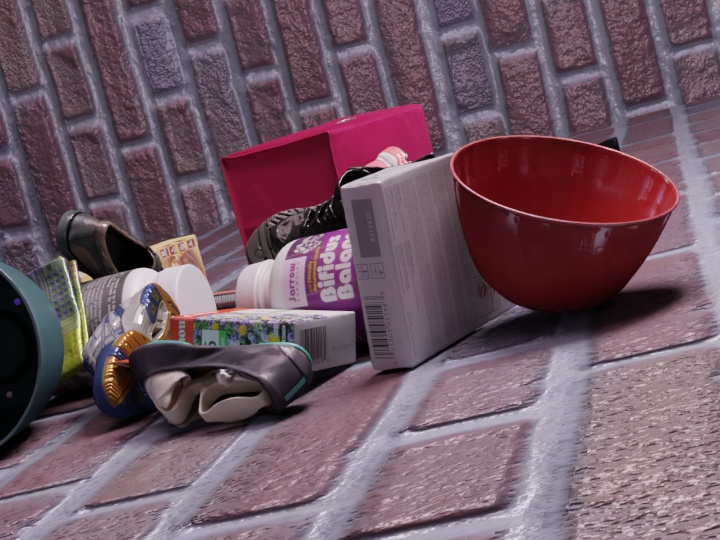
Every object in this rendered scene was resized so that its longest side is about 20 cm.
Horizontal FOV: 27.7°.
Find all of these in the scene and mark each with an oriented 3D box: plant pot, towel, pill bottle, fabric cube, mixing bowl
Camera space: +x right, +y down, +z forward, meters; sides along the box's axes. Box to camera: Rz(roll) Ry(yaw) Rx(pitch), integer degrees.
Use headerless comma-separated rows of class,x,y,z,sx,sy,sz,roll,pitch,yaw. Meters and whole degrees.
plant pot,-0.379,0.078,1.414,0.198,0.203,0.161,-14,-1,6
towel,-0.377,0.081,1.536,0.198,0.145,0.023,-24,-31,13
pill bottle,-0.016,0.018,1.389,0.198,0.114,0.112,-12,8,27
fabric cube,-0.029,-0.089,1.886,0.194,0.203,0.198,-8,9,40
pill bottle,-0.262,0.062,1.574,0.197,0.115,0.114,-13,7,19
mixing bowl,0.169,-0.033,1.269,0.197,0.110,0.201,5,26,-3

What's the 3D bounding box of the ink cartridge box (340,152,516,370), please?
ink cartridge box,0.065,-0.019,1.296,0.050,0.163,0.199,-4,12,33

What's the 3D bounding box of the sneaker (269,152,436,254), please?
sneaker,-0.009,-0.062,1.425,0.197,0.105,0.061,-1,52,20

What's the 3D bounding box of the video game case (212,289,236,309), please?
video game case,-0.132,0.035,1.680,0.197,0.018,0.143,-8,-6,9

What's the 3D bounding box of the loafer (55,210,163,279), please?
loafer,-0.261,-0.005,1.626,0.062,0.073,0.200,2,-21,27

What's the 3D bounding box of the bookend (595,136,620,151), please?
bookend,0.202,-0.084,1.790,0.197,0.093,0.199,-11,8,35

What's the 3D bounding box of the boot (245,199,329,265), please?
boot,-0.058,-0.023,1.639,0.180,0.073,0.200,-20,-5,-18

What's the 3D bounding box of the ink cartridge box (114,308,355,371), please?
ink cartridge box,-0.114,0.062,1.322,0.198,0.051,0.109,2,4,30

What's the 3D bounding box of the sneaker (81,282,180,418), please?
sneaker,-0.232,0.092,1.417,0.087,0.076,0.201,-28,19,17

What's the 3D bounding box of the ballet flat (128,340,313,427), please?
ballet flat,-0.131,0.096,1.226,0.198,0.074,0.073,-4,12,34

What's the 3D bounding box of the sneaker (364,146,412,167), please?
sneaker,0.048,-0.032,1.495,0.086,0.201,0.074,-27,-31,-11

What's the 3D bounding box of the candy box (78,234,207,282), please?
candy box,-0.265,0.039,1.751,0.055,0.117,0.199,-10,8,38
